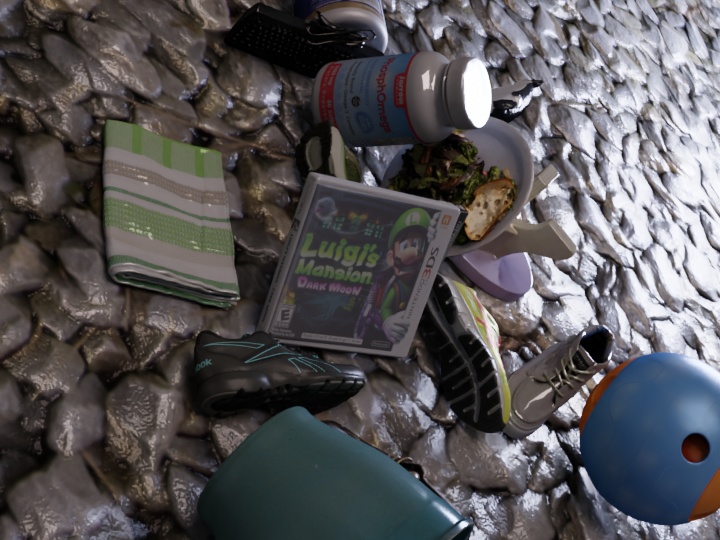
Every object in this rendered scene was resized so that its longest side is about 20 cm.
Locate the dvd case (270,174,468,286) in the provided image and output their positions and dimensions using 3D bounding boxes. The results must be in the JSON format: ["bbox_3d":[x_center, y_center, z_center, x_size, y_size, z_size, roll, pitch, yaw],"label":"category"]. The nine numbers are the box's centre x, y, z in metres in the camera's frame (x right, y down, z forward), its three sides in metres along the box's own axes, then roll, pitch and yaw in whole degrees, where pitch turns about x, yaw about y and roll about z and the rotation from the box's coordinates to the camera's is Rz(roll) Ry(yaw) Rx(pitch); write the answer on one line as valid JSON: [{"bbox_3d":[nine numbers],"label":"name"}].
[{"bbox_3d":[0.012,-0.023,1.358,0.199,0.146,0.022,9,28,-40],"label":"dvd case"}]

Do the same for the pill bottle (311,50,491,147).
[{"bbox_3d":[0.049,-0.205,1.475,0.109,0.199,0.109,3,86,-59],"label":"pill bottle"}]

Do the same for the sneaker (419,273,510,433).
[{"bbox_3d":[0.136,0.093,1.429,0.090,0.078,0.201,8,55,-47],"label":"sneaker"}]

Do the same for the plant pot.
[{"bbox_3d":[-0.036,0.230,1.081,0.188,0.200,0.200,42,37,17],"label":"plant pot"}]

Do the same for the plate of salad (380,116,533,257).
[{"bbox_3d":[0.110,-0.108,1.480,0.048,0.199,0.201,48,27,-52],"label":"plate of salad"}]

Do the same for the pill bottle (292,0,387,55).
[{"bbox_3d":[-0.033,-0.362,1.605,0.115,0.116,0.201,17,49,-33],"label":"pill bottle"}]

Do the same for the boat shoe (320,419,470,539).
[{"bbox_3d":[0.033,0.214,1.235,0.200,0.073,0.075,41,40,-10],"label":"boat shoe"}]

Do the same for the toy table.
[{"bbox_3d":[0.174,-0.069,1.562,0.200,0.117,0.184,43,40,-9],"label":"toy table"}]

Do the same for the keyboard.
[{"bbox_3d":[-0.060,-0.271,1.515,0.199,0.104,0.040,14,49,-34],"label":"keyboard"}]

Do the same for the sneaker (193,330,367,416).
[{"bbox_3d":[-0.078,0.096,1.228,0.199,0.075,0.080,6,53,-40],"label":"sneaker"}]

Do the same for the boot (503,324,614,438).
[{"bbox_3d":[0.236,0.123,1.479,0.074,0.096,0.200,49,39,1],"label":"boot"}]

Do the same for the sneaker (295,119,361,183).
[{"bbox_3d":[-0.016,-0.081,1.436,0.088,0.077,0.201,24,47,-39],"label":"sneaker"}]

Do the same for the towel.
[{"bbox_3d":[-0.197,-0.063,1.280,0.149,0.031,0.201,17,49,-34],"label":"towel"}]

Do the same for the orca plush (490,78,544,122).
[{"bbox_3d":[0.186,-0.222,1.759,0.105,0.071,0.200,11,25,25],"label":"orca plush"}]

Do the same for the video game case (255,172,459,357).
[{"bbox_3d":[0.000,0.000,1.312,0.199,0.183,0.023,10,16,-38],"label":"video game case"}]

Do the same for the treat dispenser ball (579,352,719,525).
[{"bbox_3d":[0.358,0.198,1.448,0.200,0.201,0.202,24,45,-27],"label":"treat dispenser ball"}]
